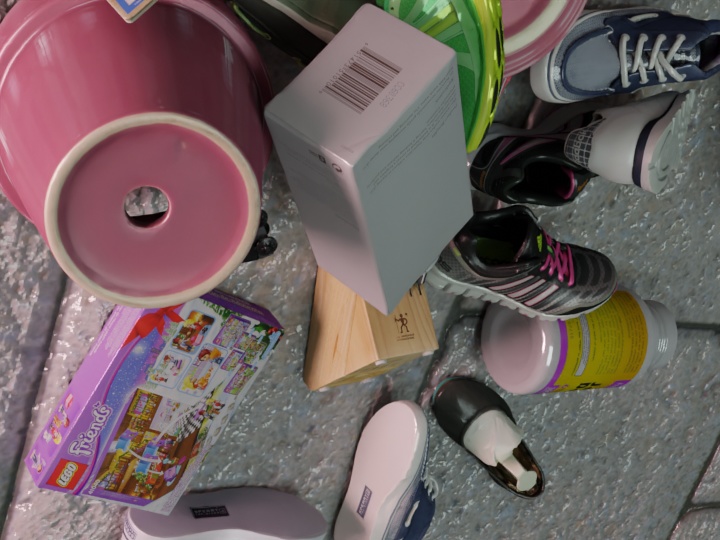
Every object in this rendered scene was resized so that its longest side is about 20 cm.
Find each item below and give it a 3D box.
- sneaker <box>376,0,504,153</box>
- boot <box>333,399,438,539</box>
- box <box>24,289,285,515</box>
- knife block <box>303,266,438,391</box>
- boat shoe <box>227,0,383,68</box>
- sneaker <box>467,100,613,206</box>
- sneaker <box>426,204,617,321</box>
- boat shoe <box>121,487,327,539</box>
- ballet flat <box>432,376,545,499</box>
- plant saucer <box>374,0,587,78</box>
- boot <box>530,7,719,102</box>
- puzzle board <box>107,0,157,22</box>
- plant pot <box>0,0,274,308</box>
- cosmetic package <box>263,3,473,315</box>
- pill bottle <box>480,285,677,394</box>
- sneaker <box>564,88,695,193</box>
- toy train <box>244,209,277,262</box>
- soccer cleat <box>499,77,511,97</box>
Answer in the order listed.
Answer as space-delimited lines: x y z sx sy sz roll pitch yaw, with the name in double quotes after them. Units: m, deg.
0.056 -0.183 0.806 0.083 0.074 0.202 -5 112 16 "sneaker"
0.042 0.208 1.149 0.090 0.073 0.202 -5 129 -40 "boot"
-0.169 0.103 0.951 0.136 0.039 0.201 24 103 -42 "box"
0.000 0.000 0.996 0.063 0.178 0.200 -7 167 -28 "knife block"
-0.068 -0.201 0.801 0.200 0.060 0.072 34 56 -27 "boat shoe"
0.180 -0.092 1.030 0.198 0.086 0.081 -17 128 -25 "sneaker"
0.153 -0.010 1.028 0.198 0.075 0.088 11 150 -16 "sneaker"
-0.128 0.247 1.059 0.198 0.074 0.066 8 119 -26 "boat shoe"
0.145 0.179 1.192 0.068 0.068 0.200 -44 133 -1 "ballet flat"
0.084 -0.235 0.845 0.198 0.051 0.203 -2 111 -5 "plant saucer"
0.232 -0.184 0.958 0.199 0.090 0.074 -27 121 -40 "boot"
-0.111 -0.264 0.695 0.200 0.151 0.017 -42 167 -3 "puzzle board"
-0.141 -0.076 0.734 0.198 0.179 0.202 -8 123 -13 "plant pot"
0.013 -0.071 0.800 0.113 0.081 0.201 -47 156 -19 "cosmetic package"
0.225 0.067 1.150 0.198 0.104 0.105 0 118 -33 "pill bottle"
0.240 -0.121 0.995 0.200 0.080 0.077 -26 123 -62 "sneaker"
-0.111 -0.085 0.876 0.045 0.034 0.201 -22 129 -7 "toy train"
0.117 -0.195 0.938 0.073 0.068 0.202 -7 119 -35 "soccer cleat"
